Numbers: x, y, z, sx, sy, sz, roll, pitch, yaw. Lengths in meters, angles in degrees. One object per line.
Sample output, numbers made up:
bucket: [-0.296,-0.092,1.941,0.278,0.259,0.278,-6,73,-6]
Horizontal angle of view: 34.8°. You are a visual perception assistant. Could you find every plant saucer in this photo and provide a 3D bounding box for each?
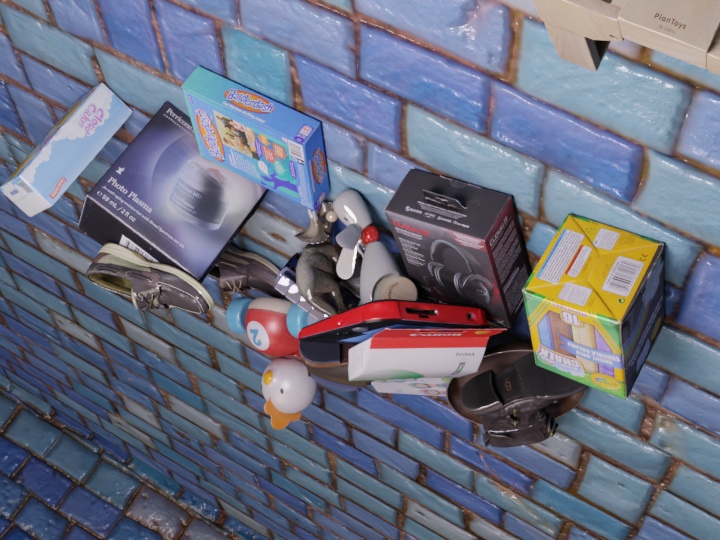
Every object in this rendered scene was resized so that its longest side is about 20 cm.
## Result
plant saucer: [0.217,0.158,1.616,0.196,0.032,0.202,-1,141,-1]

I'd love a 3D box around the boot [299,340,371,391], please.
boot: [0.011,0.125,1.618,0.196,0.076,0.097,6,153,-1]

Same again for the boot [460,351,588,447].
boot: [0.241,0.185,1.585,0.197,0.070,0.174,-15,146,20]

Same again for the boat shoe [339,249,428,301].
boat shoe: [0.038,0.021,1.647,0.200,0.075,0.065,13,154,46]

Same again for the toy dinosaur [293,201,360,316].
toy dinosaur: [-0.057,0.008,1.605,0.101,0.203,0.077,23,150,-29]

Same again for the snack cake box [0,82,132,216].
snack cake box: [-0.446,-0.182,1.738,0.067,0.201,0.114,44,153,-19]

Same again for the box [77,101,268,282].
box: [-0.269,-0.098,1.667,0.199,0.200,0.123,36,151,-4]

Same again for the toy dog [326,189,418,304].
toy dog: [0.000,0.000,1.532,0.201,0.095,0.133,58,168,36]

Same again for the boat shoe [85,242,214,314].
boat shoe: [-0.296,0.026,1.602,0.198,0.066,0.072,23,149,22]

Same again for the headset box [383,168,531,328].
headset box: [0.124,-0.033,1.439,0.147,0.078,0.201,19,152,30]

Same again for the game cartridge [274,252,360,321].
game cartridge: [-0.062,0.032,1.714,0.129,0.038,0.200,41,-170,-4]

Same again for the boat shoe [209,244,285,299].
boat shoe: [-0.209,0.006,1.917,0.198,0.074,0.075,26,154,19]

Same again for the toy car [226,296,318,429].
toy car: [-0.124,0.157,1.882,0.182,0.204,0.176,1,165,43]

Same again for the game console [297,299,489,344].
game console: [0.045,0.074,1.452,0.198,0.032,0.176,7,160,-38]

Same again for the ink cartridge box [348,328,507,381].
ink cartridge box: [0.081,0.107,1.449,0.158,0.051,0.200,0,171,-14]

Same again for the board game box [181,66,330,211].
board game box: [-0.139,-0.177,1.553,0.198,0.045,0.153,26,154,18]

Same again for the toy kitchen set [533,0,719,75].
toy kitchen set: [0.267,-0.236,0.911,0.198,0.165,0.180,26,-179,19]

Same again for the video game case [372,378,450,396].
video game case: [0.095,0.158,1.730,0.179,0.024,0.200,2,162,13]

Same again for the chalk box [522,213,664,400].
chalk box: [0.278,0.055,1.346,0.122,0.125,0.201,20,150,27]
